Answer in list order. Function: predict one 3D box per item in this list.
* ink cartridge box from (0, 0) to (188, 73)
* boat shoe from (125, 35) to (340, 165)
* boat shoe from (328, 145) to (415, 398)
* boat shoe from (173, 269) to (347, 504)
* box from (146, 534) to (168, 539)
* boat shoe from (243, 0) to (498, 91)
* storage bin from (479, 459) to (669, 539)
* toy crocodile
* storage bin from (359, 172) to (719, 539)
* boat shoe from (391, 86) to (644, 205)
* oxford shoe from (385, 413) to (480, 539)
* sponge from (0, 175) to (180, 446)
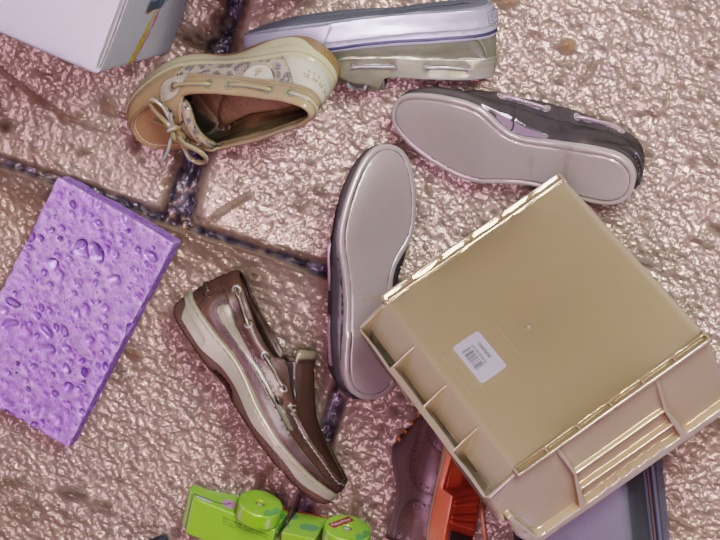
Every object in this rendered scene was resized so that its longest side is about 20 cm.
[{"bbox_3d":[-0.209,-0.246,1.529,0.145,0.200,0.145,23,102,5],"label":"ink cartridge box"},{"bbox_3d":[-0.108,-0.127,1.570,0.199,0.063,0.073,-16,131,37],"label":"boat shoe"},{"bbox_3d":[0.000,0.000,1.604,0.067,0.057,0.201,1,97,-26],"label":"boat shoe"},{"bbox_3d":[-0.064,0.090,1.629,0.075,0.075,0.203,-36,92,7],"label":"boat shoe"},{"bbox_3d":[-0.226,0.329,1.706,0.199,0.051,0.158,-20,97,12],"label":"box"},{"bbox_3d":[0.009,-0.169,1.574,0.199,0.072,0.062,-4,105,9],"label":"boat shoe"},{"bbox_3d":[0.163,0.199,1.578,0.145,0.134,0.201,-5,98,10],"label":"storage bin"},{"bbox_3d":[-0.050,0.220,1.657,0.199,0.062,0.068,15,115,12],"label":"toy crocodile"},{"bbox_3d":[0.134,0.065,1.496,0.198,0.094,0.200,-35,52,-4],"label":"storage bin"},{"bbox_3d":[0.123,-0.101,1.580,0.199,0.057,0.067,17,123,10],"label":"boat shoe"},{"bbox_3d":[0.059,0.128,1.618,0.073,0.071,0.201,10,90,31],"label":"oxford shoe"},{"bbox_3d":[-0.241,0.034,1.670,0.111,0.030,0.201,30,103,3],"label":"sponge"}]
